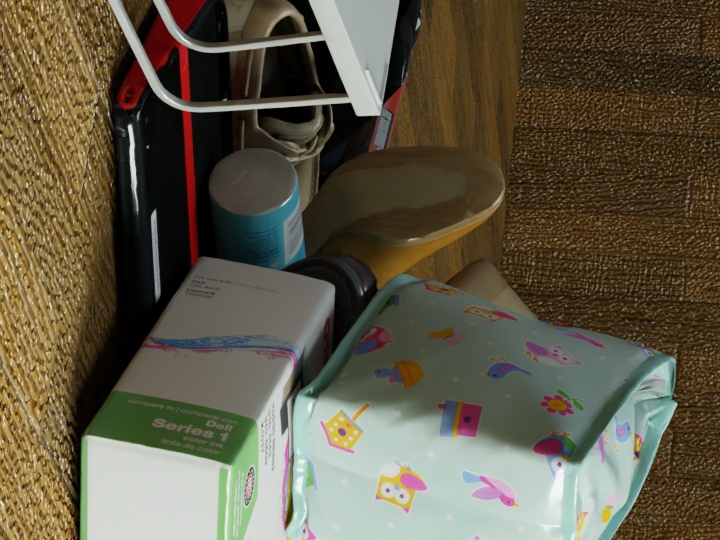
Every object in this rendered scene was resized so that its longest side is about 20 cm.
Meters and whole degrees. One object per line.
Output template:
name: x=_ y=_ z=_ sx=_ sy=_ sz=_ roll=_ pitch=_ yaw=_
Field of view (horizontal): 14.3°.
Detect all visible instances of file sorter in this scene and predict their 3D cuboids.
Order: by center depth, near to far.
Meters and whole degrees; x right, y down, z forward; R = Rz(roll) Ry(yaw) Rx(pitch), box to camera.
file sorter: x=-0.051 y=-0.197 z=1.492 sx=0.139 sy=0.124 sz=0.201 roll=65 pitch=27 yaw=-49

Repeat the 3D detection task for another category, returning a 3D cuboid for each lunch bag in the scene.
lunch bag: x=0.071 y=0.083 z=1.564 sx=0.200 sy=0.169 sz=0.123 roll=-48 pitch=148 yaw=-57

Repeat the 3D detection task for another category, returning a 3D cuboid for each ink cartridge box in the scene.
ink cartridge box: x=-0.079 y=0.105 z=1.525 sx=0.200 sy=0.083 sz=0.146 roll=-61 pitch=158 yaw=-58

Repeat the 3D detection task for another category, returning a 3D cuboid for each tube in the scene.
tube: x=-0.055 y=0.014 z=1.676 sx=0.077 sy=0.050 sz=0.201 roll=-38 pitch=147 yaw=-26

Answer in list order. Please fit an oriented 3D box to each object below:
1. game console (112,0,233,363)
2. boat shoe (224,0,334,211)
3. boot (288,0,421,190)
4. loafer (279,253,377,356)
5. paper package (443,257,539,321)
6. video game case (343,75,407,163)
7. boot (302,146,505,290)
game console: x=-0.106 y=-0.044 z=1.592 sx=0.177 sy=0.031 sz=0.201 roll=-64 pitch=156 yaw=-57
boat shoe: x=-0.053 y=-0.090 z=1.715 sx=0.071 sy=0.064 sz=0.201 roll=-40 pitch=142 yaw=-22
boot: x=-0.015 y=-0.158 z=1.798 sx=0.200 sy=0.065 sz=0.166 roll=120 pitch=-34 yaw=-69
loafer: x=-0.045 y=0.059 z=1.652 sx=0.063 sy=0.072 sz=0.200 roll=-21 pitch=152 yaw=-52
paper package: x=0.016 y=0.116 z=1.772 sx=0.191 sy=0.103 sz=0.200 roll=-43 pitch=-177 yaw=44
video game case: x=-0.027 y=-0.039 z=1.904 sx=0.143 sy=0.017 sz=0.200 roll=-49 pitch=-165 yaw=31
boot: x=0.000 y=0.001 z=1.772 sx=0.144 sy=0.200 sz=0.071 roll=72 pitch=3 yaw=-56
